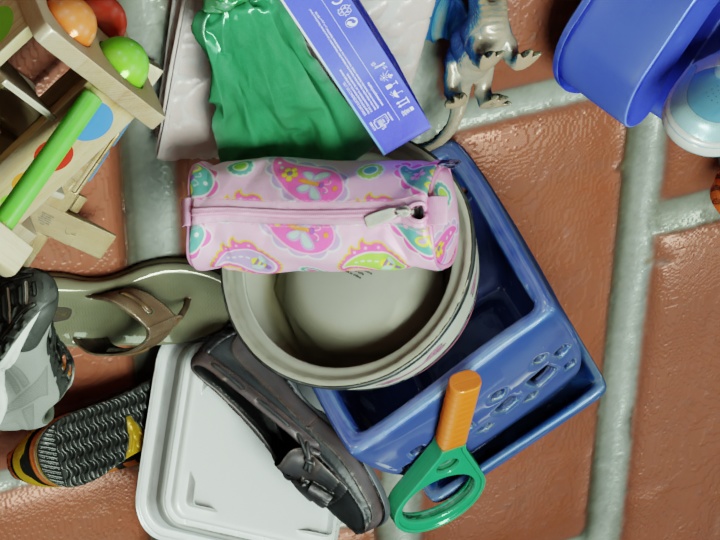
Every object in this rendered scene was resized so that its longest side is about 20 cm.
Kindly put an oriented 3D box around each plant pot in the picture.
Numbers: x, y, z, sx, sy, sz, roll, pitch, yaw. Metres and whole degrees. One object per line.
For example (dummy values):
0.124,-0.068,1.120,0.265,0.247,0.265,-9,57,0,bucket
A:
0.070,0.053,1.854,0.200,0.200,0.180,-35,142,8,plant pot

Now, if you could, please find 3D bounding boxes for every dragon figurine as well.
0.080,-0.175,1.744,0.059,0.099,0.200,-5,150,-24,dragon figurine

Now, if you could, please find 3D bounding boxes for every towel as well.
-0.048,-0.167,1.710,0.200,0.032,0.191,-4,131,-23,towel

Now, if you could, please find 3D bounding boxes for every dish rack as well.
-0.083,0.147,1.889,0.200,0.172,0.044,18,162,-38,dish rack

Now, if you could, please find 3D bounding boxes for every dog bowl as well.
0.000,0.000,1.742,0.200,0.200,0.074,-36,155,7,dog bowl

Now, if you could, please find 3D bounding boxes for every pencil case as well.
-0.027,-0.040,1.667,0.200,0.087,0.087,1,137,15,pencil case

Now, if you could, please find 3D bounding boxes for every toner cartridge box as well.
-0.020,-0.178,1.623,0.043,0.095,0.200,-31,135,5,toner cartridge box

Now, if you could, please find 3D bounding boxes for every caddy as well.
0.229,-0.203,1.765,0.141,0.105,0.200,-8,137,-53,caddy

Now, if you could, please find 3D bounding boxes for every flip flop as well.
-0.190,0.037,1.801,0.200,0.058,0.081,-1,127,-23,flip flop

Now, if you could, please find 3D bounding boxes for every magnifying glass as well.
0.065,0.141,1.780,0.080,0.022,0.200,-16,148,-19,magnifying glass

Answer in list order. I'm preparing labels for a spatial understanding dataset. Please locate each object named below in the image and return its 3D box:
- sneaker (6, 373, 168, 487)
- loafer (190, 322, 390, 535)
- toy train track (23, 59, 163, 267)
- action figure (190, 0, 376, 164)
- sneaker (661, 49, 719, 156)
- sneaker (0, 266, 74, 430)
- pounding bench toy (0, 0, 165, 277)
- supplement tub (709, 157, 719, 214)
-0.196,0.129,1.886,0.200,0.090,0.070,-16,92,-39,sneaker
-0.059,0.131,1.818,0.063,0.200,0.072,-33,173,-36,loafer
-0.213,-0.079,1.711,0.115,0.033,0.200,27,108,-32,toy train track
-0.071,-0.145,1.652,0.118,0.055,0.200,-18,140,5,action figure
0.302,-0.174,1.705,0.200,0.080,0.131,-38,158,-35,sneaker
-0.249,0.059,1.742,0.079,0.074,0.200,3,148,-18,sneaker
-0.218,-0.107,1.559,0.156,0.200,0.124,-40,134,12,pounding bench toy
0.372,-0.122,1.891,0.122,0.123,0.200,7,125,-31,supplement tub
